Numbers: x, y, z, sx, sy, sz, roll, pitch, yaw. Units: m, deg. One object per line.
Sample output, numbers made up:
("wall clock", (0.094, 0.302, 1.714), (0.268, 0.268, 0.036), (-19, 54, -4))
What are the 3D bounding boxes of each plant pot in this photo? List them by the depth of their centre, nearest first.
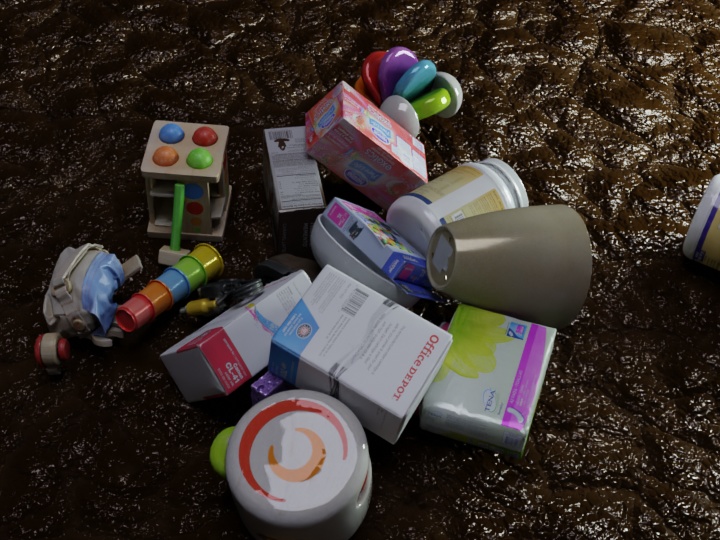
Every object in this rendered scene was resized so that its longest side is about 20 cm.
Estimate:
("plant pot", (0.203, -0.012, 1.584), (0.197, 0.188, 0.189), (5, 43, -23))

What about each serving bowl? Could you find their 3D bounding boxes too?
("serving bowl", (0.000, 0.000, 1.631), (0.199, 0.066, 0.200), (35, 12, -9))

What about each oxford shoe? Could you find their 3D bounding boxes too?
("oxford shoe", (-0.060, 0.026, 1.647), (0.199, 0.073, 0.084), (32, 42, 20))

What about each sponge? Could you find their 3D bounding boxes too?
("sponge", (-0.074, 0.144, 1.502), (0.030, 0.112, 0.200), (31, 51, 26))

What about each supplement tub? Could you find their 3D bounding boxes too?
("supplement tub", (0.155, -0.083, 1.714), (0.199, 0.145, 0.144), (-29, 54, -28))
("supplement tub", (0.630, -0.053, 1.718), (0.198, 0.147, 0.146), (25, 49, 19))

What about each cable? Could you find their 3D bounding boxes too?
("cable", (-0.181, 0.038, 1.570), (0.096, 0.051, 0.199), (-19, 8, -36))

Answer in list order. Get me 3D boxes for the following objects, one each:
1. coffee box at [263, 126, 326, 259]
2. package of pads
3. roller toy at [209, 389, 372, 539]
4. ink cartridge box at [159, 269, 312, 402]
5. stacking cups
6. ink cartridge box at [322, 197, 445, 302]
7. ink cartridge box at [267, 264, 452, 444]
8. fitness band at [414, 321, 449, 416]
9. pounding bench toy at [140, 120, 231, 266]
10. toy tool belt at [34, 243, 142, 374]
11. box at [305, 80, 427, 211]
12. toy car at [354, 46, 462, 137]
("coffee box", (-0.109, -0.125, 1.758), (0.079, 0.115, 0.202), (-5, 48, -9))
("package of pads", (0.174, 0.148, 1.498), (0.153, 0.069, 0.201), (15, 49, 12))
("roller toy", (-0.074, 0.261, 1.371), (0.181, 0.140, 0.200), (-31, 58, -17))
("ink cartridge box", (-0.161, 0.093, 1.514), (0.199, 0.147, 0.086), (-34, 97, -31))
("stacking cups", (-0.283, 0.032, 1.608), (0.060, 0.061, 0.200), (24, 40, 18))
("ink cartridge box", (0.043, -0.030, 1.621), (0.200, 0.042, 0.119), (46, 16, 30))
("ink cartridge box", (-0.001, 0.108, 1.415), (0.199, 0.086, 0.147), (30, 56, 10))
("fitness band", (0.116, 0.149, 1.563), (0.199, 0.038, 0.143), (36, 54, 28))
("pounding bench toy", (-0.279, -0.123, 1.713), (0.122, 0.157, 0.202), (4, 46, 0))
("toy tool belt", (-0.388, 0.053, 1.562), (0.121, 0.126, 0.202), (-2, 46, 6))
("box", (0.010, -0.200, 1.779), (0.199, 0.094, 0.103), (33, 35, -32))
("toy car", (0.068, -0.318, 1.902), (0.174, 0.152, 0.199), (-32, 24, -33))
